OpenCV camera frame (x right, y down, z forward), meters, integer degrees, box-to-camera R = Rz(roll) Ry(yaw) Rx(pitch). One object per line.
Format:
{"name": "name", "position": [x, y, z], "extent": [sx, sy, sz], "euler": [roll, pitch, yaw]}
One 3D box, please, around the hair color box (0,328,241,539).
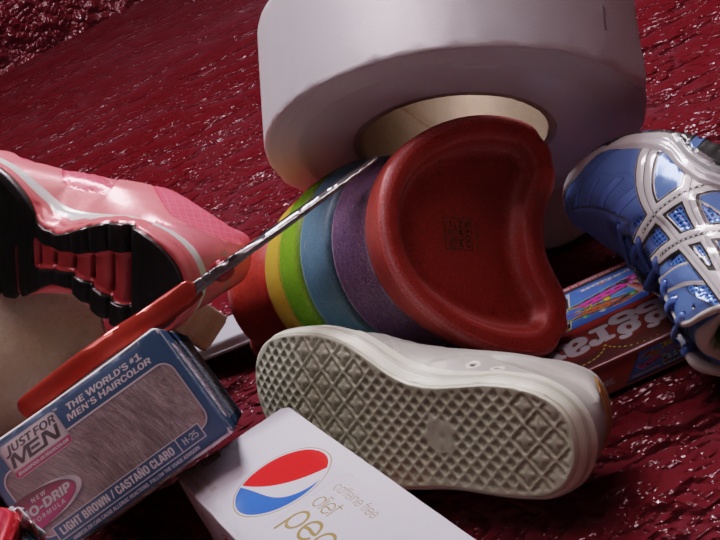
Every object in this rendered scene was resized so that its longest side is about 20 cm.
{"name": "hair color box", "position": [-0.116, 0.081, 0.733], "extent": [0.100, 0.061, 0.200], "euler": [-36, -1, -4]}

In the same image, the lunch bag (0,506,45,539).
{"name": "lunch bag", "position": [-0.195, 0.188, 0.595], "extent": [0.200, 0.082, 0.176], "euler": [-35, 21, 15]}

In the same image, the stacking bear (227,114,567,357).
{"name": "stacking bear", "position": [0.000, 0.000, 0.791], "extent": [0.114, 0.122, 0.200], "euler": [4, -13, -33]}

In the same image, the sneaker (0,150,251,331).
{"name": "sneaker", "position": [-0.145, -0.019, 0.819], "extent": [0.200, 0.074, 0.087], "euler": [22, 26, 32]}

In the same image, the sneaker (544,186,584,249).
{"name": "sneaker", "position": [0.068, -0.035, 0.917], "extent": [0.200, 0.075, 0.088], "euler": [-26, 8, 0]}

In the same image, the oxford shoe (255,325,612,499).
{"name": "oxford shoe", "position": [0.031, 0.064, 0.684], "extent": [0.200, 0.075, 0.058], "euler": [5, 14, 40]}

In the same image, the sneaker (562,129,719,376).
{"name": "sneaker", "position": [0.157, -0.003, 0.669], "extent": [0.077, 0.076, 0.200], "euler": [-40, 39, -17]}

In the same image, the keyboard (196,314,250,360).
{"name": "keyboard", "position": [-0.104, 0.048, 0.967], "extent": [0.200, 0.011, 0.056], "euler": [-22, 14, 26]}

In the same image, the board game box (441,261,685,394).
{"name": "board game box", "position": [0.097, 0.042, 0.752], "extent": [0.200, 0.019, 0.103], "euler": [-25, 21, 2]}

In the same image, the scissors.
{"name": "scissors", "position": [-0.075, 0.008, 0.691], "extent": [0.200, 0.014, 0.073], "euler": [-35, -3, 10]}

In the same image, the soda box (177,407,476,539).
{"name": "soda box", "position": [-0.007, 0.121, 0.601], "extent": [0.064, 0.068, 0.200], "euler": [-33, 20, -16]}

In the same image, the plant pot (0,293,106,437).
{"name": "plant pot", "position": [-0.236, 0.059, 0.893], "extent": [0.183, 0.201, 0.200], "euler": [-16, 18, -10]}

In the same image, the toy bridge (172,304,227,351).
{"name": "toy bridge", "position": [-0.143, 0.016, 0.991], "extent": [0.027, 0.067, 0.200], "euler": [-56, 17, -7]}

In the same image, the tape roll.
{"name": "tape roll", "position": [0.047, -0.100, 0.778], "extent": [0.202, 0.071, 0.202], "euler": [-4, -21, -1]}
